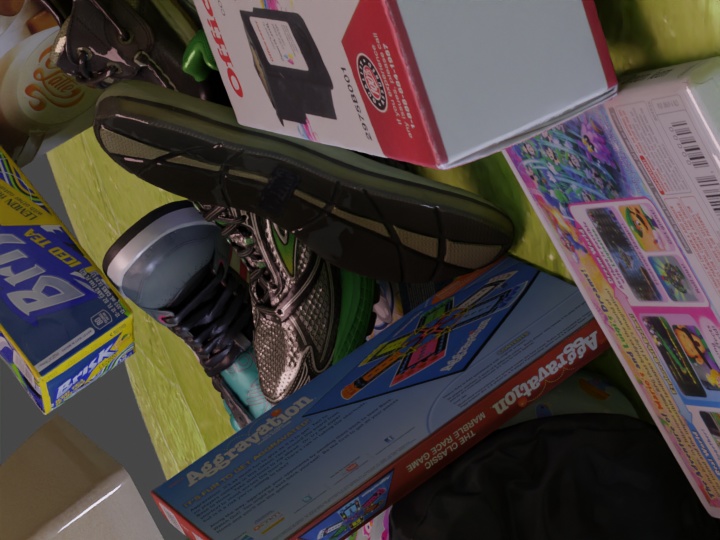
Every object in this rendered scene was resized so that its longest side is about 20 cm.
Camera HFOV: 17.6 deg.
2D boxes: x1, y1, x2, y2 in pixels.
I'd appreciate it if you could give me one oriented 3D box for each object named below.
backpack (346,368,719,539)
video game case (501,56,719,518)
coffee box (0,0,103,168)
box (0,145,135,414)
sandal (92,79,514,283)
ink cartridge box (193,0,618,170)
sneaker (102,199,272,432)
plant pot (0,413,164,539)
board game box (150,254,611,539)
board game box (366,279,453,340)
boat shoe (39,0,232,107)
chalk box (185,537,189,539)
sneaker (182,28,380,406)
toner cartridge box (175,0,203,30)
[{"bbox_3d":[0.059,0.109,1.087,0.200,0.167,0.127,-177,80,-71],"label":"backpack"},{"bbox_3d":[0.138,0.015,0.898,0.200,0.024,0.182,59,163,-9],"label":"video game case"},{"bbox_3d":[-0.196,-0.165,1.340,0.080,0.114,0.200,46,159,30],"label":"coffee box"},{"bbox_3d":[-0.214,-0.019,1.342,0.200,0.070,0.064,50,163,15],"label":"box"},{"bbox_3d":[-0.019,-0.050,1.037,0.201,0.057,0.080,22,150,-16],"label":"sandal"},{"bbox_3d":[-0.001,-0.126,0.899,0.200,0.083,0.146,17,130,64],"label":"ink cartridge box"},{"bbox_3d":[-0.074,0.037,1.361,0.121,0.084,0.200,49,-175,20],"label":"sneaker"},{"bbox_3d":[-0.303,0.296,2.337,0.200,0.177,0.200,26,146,59],"label":"plant pot"},{"bbox_3d":[0.012,0.063,1.024,0.103,0.200,0.019,28,149,58],"label":"board game box"},{"bbox_3d":[0.000,0.000,1.225,0.135,0.034,0.200,44,158,36],"label":"board game box"},{"bbox_3d":[-0.128,-0.122,1.162,0.201,0.066,0.072,56,162,3],"label":"boat shoe"},{"bbox_3d":[-0.049,0.232,1.623,0.200,0.124,0.125,29,148,59],"label":"chalk box"},{"bbox_3d":[-0.048,-0.028,1.111,0.078,0.085,0.200,6,106,53],"label":"sneaker"},{"bbox_3d":[-0.079,-0.103,1.248,0.095,0.043,0.200,44,159,33],"label":"toner cartridge box"}]
